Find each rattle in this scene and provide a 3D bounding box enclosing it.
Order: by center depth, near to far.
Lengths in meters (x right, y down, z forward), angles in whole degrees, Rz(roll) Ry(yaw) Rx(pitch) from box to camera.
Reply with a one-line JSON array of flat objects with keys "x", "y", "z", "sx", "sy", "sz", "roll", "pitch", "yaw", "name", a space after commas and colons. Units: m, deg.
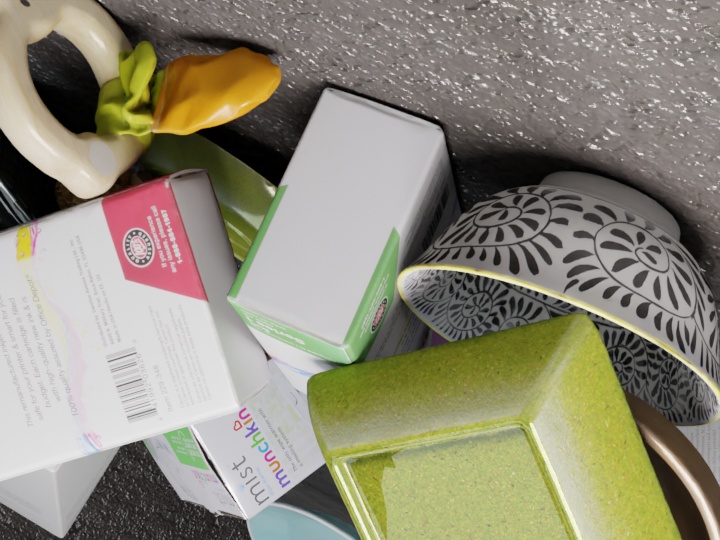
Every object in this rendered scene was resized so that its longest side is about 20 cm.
[{"x": -0.166, "y": -0.151, "z": 0.857, "sx": 0.142, "sy": 0.130, "sz": 0.201, "roll": -10, "pitch": 117, "yaw": 47, "name": "rattle"}]

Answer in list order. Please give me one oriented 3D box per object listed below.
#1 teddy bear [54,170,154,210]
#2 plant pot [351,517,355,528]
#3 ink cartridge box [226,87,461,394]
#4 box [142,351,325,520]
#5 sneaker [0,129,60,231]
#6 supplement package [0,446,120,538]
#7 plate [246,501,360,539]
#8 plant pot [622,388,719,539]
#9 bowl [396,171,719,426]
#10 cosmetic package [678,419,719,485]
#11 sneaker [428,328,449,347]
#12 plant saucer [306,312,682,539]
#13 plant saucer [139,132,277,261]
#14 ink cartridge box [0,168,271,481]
[{"x": -0.156, "y": -0.001, "z": 1.115, "sx": 0.066, "sy": 0.202, "sz": 0.145, "roll": -17, "pitch": -163, "yaw": 10, "name": "teddy bear"}, {"x": 0.074, "y": 0.218, "z": 1.214, "sx": 0.185, "sy": 0.189, "sz": 0.200, "roll": 14, "pitch": 158, "yaw": 34, "name": "plant pot"}, {"x": 0.000, "y": 0.000, "z": 0.947, "sx": 0.083, "sy": 0.146, "sz": 0.200, "roll": 20, "pitch": 165, "yaw": 15, "name": "ink cartridge box"}, {"x": -0.073, "y": 0.108, "z": 1.201, "sx": 0.097, "sy": 0.175, "sz": 0.200, "roll": 59, "pitch": 161, "yaw": -8, "name": "box"}, {"x": -0.250, "y": -0.027, "z": 1.093, "sx": 0.086, "sy": 0.076, "sz": 0.201, "roll": -17, "pitch": 140, "yaw": 12, "name": "sneaker"}, {"x": -0.244, "y": 0.099, "z": 1.118, "sx": 0.120, "sy": 0.121, "sz": 0.200, "roll": 30, "pitch": 156, "yaw": 3, "name": "supplement package"}, {"x": -0.005, "y": 0.243, "z": 1.163, "sx": 0.199, "sy": 0.026, "sz": 0.201, "roll": 32, "pitch": 150, "yaw": 20, "name": "plate"}, {"x": 0.130, "y": 0.139, "z": 0.875, "sx": 0.198, "sy": 0.093, "sz": 0.204, "roll": 13, "pitch": 118, "yaw": 26, "name": "plant pot"}, {"x": 0.130, "y": 0.005, "z": 0.862, "sx": 0.199, "sy": 0.095, "sz": 0.201, "roll": 23, "pitch": 165, "yaw": 6, "name": "bowl"}, {"x": 0.244, "y": 0.153, "z": 1.083, "sx": 0.198, "sy": 0.082, "sz": 0.113, "roll": -8, "pitch": 156, "yaw": 28, "name": "cosmetic package"}, {"x": 0.141, "y": 0.048, "z": 1.029, "sx": 0.197, "sy": 0.082, "sz": 0.089, "roll": 9, "pitch": -169, "yaw": -5, "name": "sneaker"}, {"x": 0.070, "y": 0.140, "z": 0.820, "sx": 0.198, "sy": 0.048, "sz": 0.202, "roll": -15, "pitch": 104, "yaw": 38, "name": "plant saucer"}, {"x": -0.091, "y": -0.040, "z": 1.104, "sx": 0.199, "sy": 0.031, "sz": 0.200, "roll": 34, "pitch": 169, "yaw": 7, "name": "plant saucer"}, {"x": -0.173, "y": 0.035, "z": 0.935, "sx": 0.197, "sy": 0.150, "sz": 0.086, "roll": -16, "pitch": -174, "yaw": 16, "name": "ink cartridge box"}]
